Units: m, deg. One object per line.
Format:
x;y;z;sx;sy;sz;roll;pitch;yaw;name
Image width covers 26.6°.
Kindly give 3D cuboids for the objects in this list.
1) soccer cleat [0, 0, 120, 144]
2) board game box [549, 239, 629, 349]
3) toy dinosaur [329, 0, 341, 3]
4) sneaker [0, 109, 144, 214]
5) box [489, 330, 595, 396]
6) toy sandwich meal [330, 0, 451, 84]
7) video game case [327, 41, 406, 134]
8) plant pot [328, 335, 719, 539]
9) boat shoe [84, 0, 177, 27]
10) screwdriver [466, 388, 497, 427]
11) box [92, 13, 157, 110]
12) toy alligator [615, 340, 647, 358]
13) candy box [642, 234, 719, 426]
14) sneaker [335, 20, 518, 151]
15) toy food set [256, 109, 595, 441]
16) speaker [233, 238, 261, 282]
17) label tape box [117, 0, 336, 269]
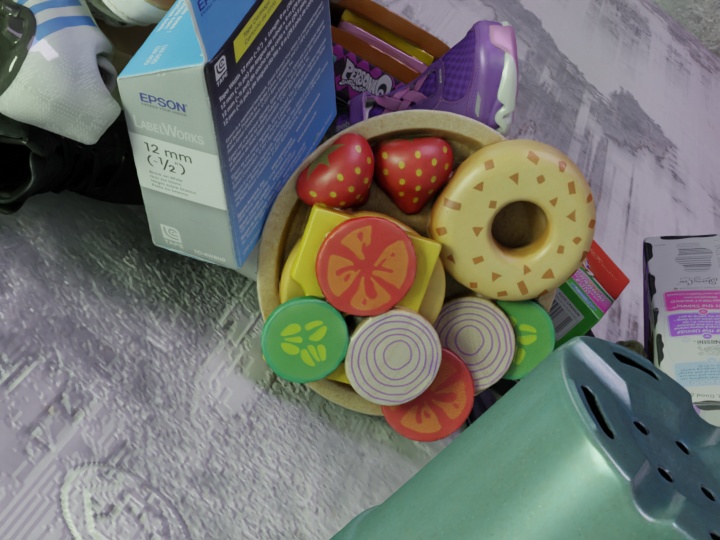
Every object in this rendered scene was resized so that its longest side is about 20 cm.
-0.183;-0.135;0.870;0.086;0.070;0.201;31;22;-32;soccer cleat
0.130;-0.022;1.155;0.153;0.040;0.200;49;17;5;board game box
-0.074;-0.214;0.950;0.134;0.201;0.086;8;44;24;toy dinosaur
-0.187;-0.064;0.866;0.199;0.060;0.105;23;27;-25;sneaker
0.120;0.034;1.153;0.160;0.044;0.201;32;23;-39;box
0.004;-0.183;1.282;0.204;0.071;0.205;30;4;-3;toy sandwich meal
-0.042;-0.143;1.138;0.180;0.036;0.200;26;-3;-32;video game case
0.091;0.151;0.731;0.200;0.196;0.201;33;24;-17;plant pot
-0.140;-0.176;0.923;0.071;0.069;0.200;54;12;-15;boat shoe
0.096;0.145;0.971;0.028;0.029;0.201;27;29;-28;screwdriver
-0.135;-0.113;1.003;0.199;0.078;0.095;25;27;-33;box
0.162;0.124;1.040;0.059;0.055;0.200;19;38;11;toy alligator
0.240;0.097;1.070;0.071;0.169;0.201;-2;33;7;candy box
0.033;-0.092;0.980;0.088;0.200;0.081;16;56;-17;sneaker
0.035;0.003;0.919;0.198;0.199;0.049;15;13;-18;toy food set
0.000;0.000;1.008;0.199;0.081;0.081;30;25;-26;speaker
-0.074;-0.122;0.863;0.066;0.201;0.144;16;52;19;label tape box
